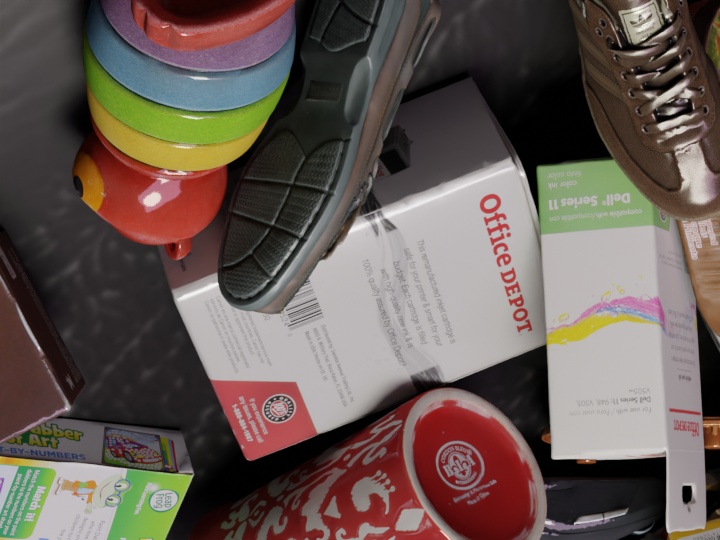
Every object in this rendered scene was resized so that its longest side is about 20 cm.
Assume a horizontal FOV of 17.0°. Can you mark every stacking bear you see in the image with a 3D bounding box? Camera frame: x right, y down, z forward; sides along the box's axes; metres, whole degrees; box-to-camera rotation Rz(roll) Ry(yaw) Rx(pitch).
[{"bbox_3d":[-0.095,-0.094,1.217,0.113,0.122,0.200,-17,145,-30],"label":"stacking bear"}]

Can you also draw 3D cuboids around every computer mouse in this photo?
[{"bbox_3d":[0.171,0.151,1.507,0.199,0.046,0.140,2,169,-21],"label":"computer mouse"}]

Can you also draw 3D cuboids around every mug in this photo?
[{"bbox_3d":[0.009,0.144,1.418,0.133,0.178,0.200,38,133,-16],"label":"mug"}]

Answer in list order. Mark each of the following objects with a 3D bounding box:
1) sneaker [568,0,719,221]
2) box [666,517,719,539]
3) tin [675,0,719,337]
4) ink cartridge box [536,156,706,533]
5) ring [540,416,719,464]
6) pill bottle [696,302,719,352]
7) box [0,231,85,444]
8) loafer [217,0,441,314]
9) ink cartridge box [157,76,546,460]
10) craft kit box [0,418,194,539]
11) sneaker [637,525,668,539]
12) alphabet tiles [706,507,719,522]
[{"bbox_3d":[0.139,-0.117,1.228,0.070,0.076,0.201,-22,91,9],"label":"sneaker"},{"bbox_3d":[0.244,0.201,1.504,0.119,0.042,0.200,-15,151,-6],"label":"box"},{"bbox_3d":[0.209,-0.053,1.331,0.042,0.112,0.201,-4,111,30],"label":"tin"},{"bbox_3d":[0.145,0.044,1.322,0.067,0.201,0.117,-5,173,18],"label":"ink cartridge box"},{"bbox_3d":[0.209,0.107,1.463,0.199,0.019,0.200,1,170,0],"label":"ring"},{"bbox_3d":[0.308,0.009,1.433,0.199,0.120,0.120,-28,132,5],"label":"pill bottle"},{"bbox_3d":[-0.260,0.068,1.292,0.199,0.075,0.100,-26,97,6],"label":"box"},{"bbox_3d":[-0.009,-0.066,1.249,0.063,0.072,0.201,25,85,-45],"label":"loafer"},{"bbox_3d":[0.000,0.000,1.342,0.199,0.083,0.147,-21,134,-1],"label":"ink cartridge box"},{"bbox_3d":[-0.224,0.171,1.438,0.197,0.049,0.200,10,125,-23],"label":"craft kit box"},{"bbox_3d":[0.185,0.199,1.601,0.199,0.070,0.094,15,105,-27],"label":"sneaker"},{"bbox_3d":[0.296,0.115,1.420,0.166,0.006,0.200,-10,157,-18],"label":"alphabet tiles"}]
